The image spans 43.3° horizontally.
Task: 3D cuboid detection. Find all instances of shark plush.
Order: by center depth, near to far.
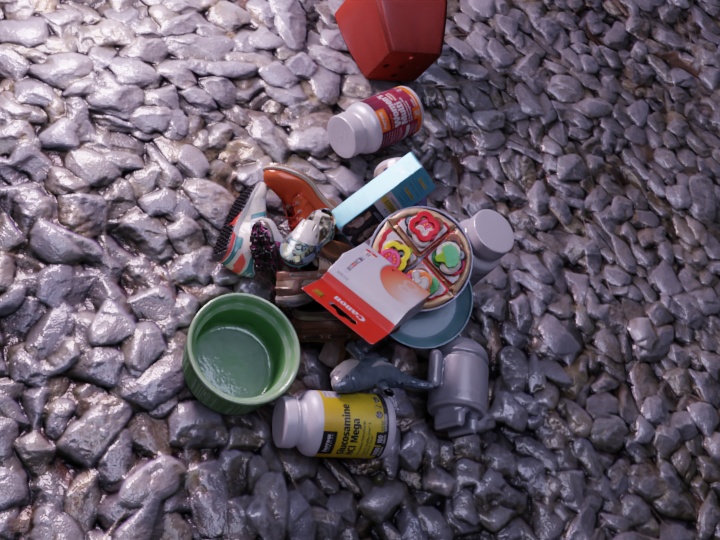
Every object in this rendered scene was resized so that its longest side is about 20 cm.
[{"bbox_3d":[0.032,0.203,1.610,0.199,0.091,0.083,23,18,-27],"label":"shark plush"}]

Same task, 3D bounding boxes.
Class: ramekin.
[{"bbox_3d":[-0.211,0.150,1.563,0.198,0.098,0.202,11,60,-20],"label":"ramekin"}]

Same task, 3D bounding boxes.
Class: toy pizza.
[{"bbox_3d":[0.112,-0.025,1.690,0.198,0.032,0.203,0,78,-1],"label":"toy pizza"}]

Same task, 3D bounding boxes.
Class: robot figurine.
[{"bbox_3d":[0.185,0.212,1.714,0.169,0.112,0.202,35,50,-39],"label":"robot figurine"}]

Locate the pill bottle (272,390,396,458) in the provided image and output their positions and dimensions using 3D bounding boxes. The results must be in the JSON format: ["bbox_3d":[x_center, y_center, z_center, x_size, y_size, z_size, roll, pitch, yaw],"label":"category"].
[{"bbox_3d":[-0.047,0.267,1.572,0.198,0.113,0.114,6,61,-23],"label":"pill bottle"}]

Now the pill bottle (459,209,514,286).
[{"bbox_3d":[0.208,-0.030,1.797,0.112,0.200,0.114,15,55,-24],"label":"pill bottle"}]

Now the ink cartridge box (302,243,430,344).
[{"bbox_3d":[0.013,0.035,1.581,0.162,0.050,0.200,38,27,14],"label":"ink cartridge box"}]

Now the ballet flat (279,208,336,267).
[{"bbox_3d":[-0.092,-0.068,1.640,0.074,0.074,0.200,39,23,-2],"label":"ballet flat"}]

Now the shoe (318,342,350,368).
[{"bbox_3d":[-0.023,0.087,1.692,0.053,0.070,0.202,14,72,20],"label":"shoe"}]

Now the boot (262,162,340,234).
[{"bbox_3d":[-0.120,-0.120,1.748,0.200,0.075,0.108,39,60,-25],"label":"boot"}]

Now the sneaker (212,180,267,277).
[{"bbox_3d":[-0.206,-0.074,1.715,0.093,0.070,0.201,38,50,-25],"label":"sneaker"}]

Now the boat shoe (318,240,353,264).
[{"bbox_3d":[0.000,0.000,1.767,0.198,0.071,0.071,19,34,-16],"label":"boat shoe"}]

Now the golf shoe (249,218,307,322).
[{"bbox_3d":[-0.140,-0.011,1.670,0.092,0.072,0.202,-38,118,-39],"label":"golf shoe"}]

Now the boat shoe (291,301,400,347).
[{"bbox_3d":[-0.024,0.099,1.626,0.197,0.069,0.072,5,21,1],"label":"boat shoe"}]

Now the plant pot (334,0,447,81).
[{"bbox_3d":[0.080,-0.533,2.025,0.198,0.200,0.178,-4,77,-27],"label":"plant pot"}]

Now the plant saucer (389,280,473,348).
[{"bbox_3d":[0.114,0.051,1.719,0.197,0.036,0.202,2,75,-8],"label":"plant saucer"}]

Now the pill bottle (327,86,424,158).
[{"bbox_3d":[0.032,-0.312,1.922,0.199,0.110,0.110,-28,78,-35],"label":"pill bottle"}]

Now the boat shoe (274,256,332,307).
[{"bbox_3d":[-0.074,0.009,1.637,0.199,0.075,0.073,-20,103,-47],"label":"boat shoe"}]

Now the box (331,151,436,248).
[{"bbox_3d":[0.043,-0.135,1.751,0.199,0.082,0.049,-37,54,5],"label":"box"}]

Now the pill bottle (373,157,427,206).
[{"bbox_3d":[0.082,-0.118,1.841,0.110,0.111,0.202,11,59,-20],"label":"pill bottle"}]
